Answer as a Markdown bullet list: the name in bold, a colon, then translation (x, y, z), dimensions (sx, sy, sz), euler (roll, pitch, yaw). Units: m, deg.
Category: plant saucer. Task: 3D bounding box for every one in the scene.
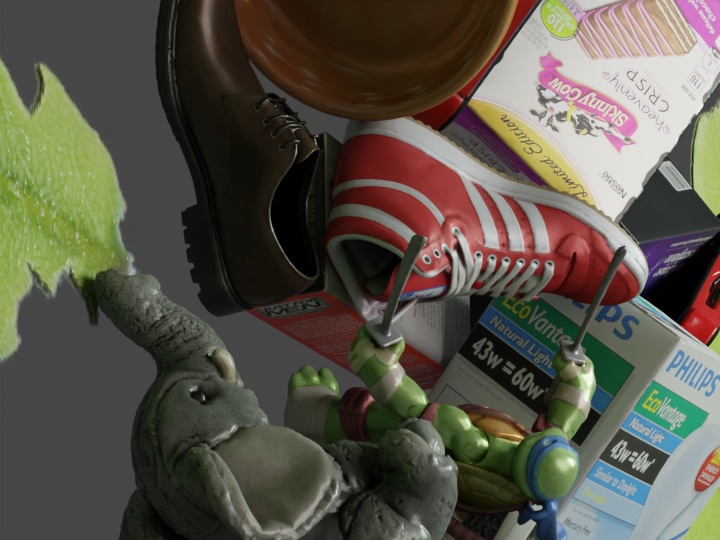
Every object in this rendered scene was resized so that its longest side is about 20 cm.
- **plant saucer**: translation (0.003, -0.186, 1.432), dimensions (0.037, 0.199, 0.202), euler (-34, 112, -59)

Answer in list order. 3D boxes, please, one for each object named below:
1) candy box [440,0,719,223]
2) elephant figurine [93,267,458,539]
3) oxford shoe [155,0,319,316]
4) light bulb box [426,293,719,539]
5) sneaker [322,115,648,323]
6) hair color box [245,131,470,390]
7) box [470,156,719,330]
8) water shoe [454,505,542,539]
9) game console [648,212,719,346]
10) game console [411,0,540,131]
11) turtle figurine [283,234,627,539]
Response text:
- **candy box**: translation (0.150, -0.130, 1.628), dimensions (0.136, 0.061, 0.200), euler (42, 67, -12)
- **elephant figurine**: translation (-0.062, 0.112, 1.299), dimensions (0.199, 0.142, 0.155), euler (22, 15, -19)
- **oxford shoe**: translation (-0.061, -0.081, 1.421), dimensions (0.073, 0.084, 0.202), euler (-19, 97, -63)
- **light bulb box**: translation (0.136, 0.111, 1.607), dimensions (0.201, 0.125, 0.198), euler (-56, 150, 4)
- **sneaker**: translation (0.068, -0.003, 1.459), dimensions (0.199, 0.071, 0.113), euler (26, 51, -9)
- **hair color box**: translation (0.000, 0.000, 1.543), dimensions (0.200, 0.061, 0.102), euler (35, 50, -57)
- **box**: translation (0.154, -0.006, 1.763), dimensions (0.079, 0.141, 0.200), euler (52, 22, 12)
- **water shoe**: translation (0.082, 0.204, 1.477), dimensions (0.201, 0.078, 0.072), euler (-65, -167, 7)
- **game console**: translation (0.215, 0.039, 1.843), dimensions (0.031, 0.177, 0.200), euler (42, 42, -5)
- **game console**: translation (0.074, -0.172, 1.573), dimensions (0.031, 0.177, 0.200), euler (39, 5, -16)
- **turtle figurine**: translation (0.054, 0.055, 1.422), dimensions (0.143, 0.193, 0.201), euler (-27, 104, -36)
